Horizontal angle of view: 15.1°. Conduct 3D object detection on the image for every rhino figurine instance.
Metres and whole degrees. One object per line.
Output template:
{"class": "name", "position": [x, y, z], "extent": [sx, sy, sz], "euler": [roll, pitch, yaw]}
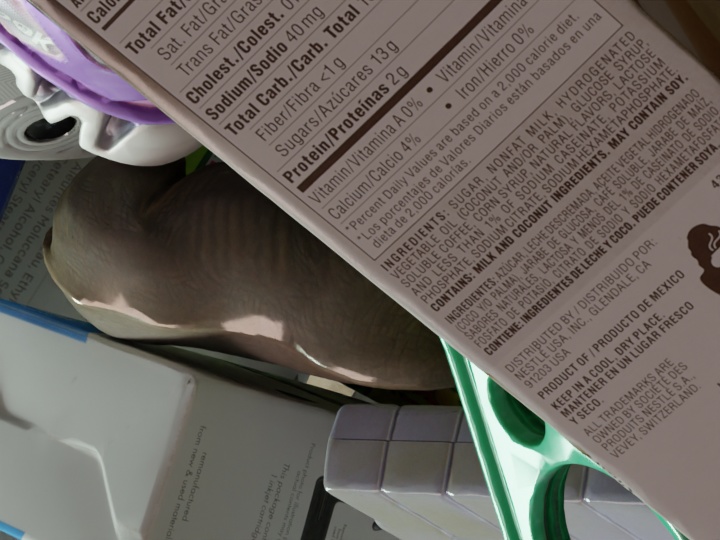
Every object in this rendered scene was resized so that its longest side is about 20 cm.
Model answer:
{"class": "rhino figurine", "position": [0.000, 0.000, 0.794], "extent": [0.199, 0.088, 0.060], "euler": [14, 130, 14]}

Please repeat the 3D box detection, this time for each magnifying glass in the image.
{"class": "magnifying glass", "position": [0.035, 0.023, 0.626], "extent": [0.201, 0.022, 0.080], "euler": [61, 152, 6]}

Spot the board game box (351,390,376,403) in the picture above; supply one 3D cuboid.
{"class": "board game box", "position": [0.000, 0.129, 1.090], "extent": [0.064, 0.148, 0.200], "euler": [29, 164, 12]}

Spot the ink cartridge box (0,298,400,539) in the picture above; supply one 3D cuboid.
{"class": "ink cartridge box", "position": [-0.028, 0.070, 0.878], "extent": [0.116, 0.068, 0.199], "euler": [17, 179, 44]}

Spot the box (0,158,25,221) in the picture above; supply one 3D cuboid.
{"class": "box", "position": [-0.175, -0.010, 0.914], "extent": [0.121, 0.201, 0.032], "euler": [16, 174, 43]}

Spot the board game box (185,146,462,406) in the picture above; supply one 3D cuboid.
{"class": "board game box", "position": [0.038, 0.021, 0.885], "extent": [0.199, 0.048, 0.102], "euler": [27, 163, 18]}

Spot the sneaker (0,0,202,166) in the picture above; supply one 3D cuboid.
{"class": "sneaker", "position": [-0.104, -0.108, 0.736], "extent": [0.199, 0.081, 0.088], "euler": [31, 159, -14]}

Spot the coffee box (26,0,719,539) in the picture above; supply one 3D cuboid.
{"class": "coffee box", "position": [0.024, -0.053, 0.548], "extent": [0.200, 0.080, 0.115], "euler": [39, -158, -21]}

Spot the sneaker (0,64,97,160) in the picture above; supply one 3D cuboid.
{"class": "sneaker", "position": [-0.134, -0.103, 0.824], "extent": [0.199, 0.113, 0.073], "euler": [7, 148, -40]}

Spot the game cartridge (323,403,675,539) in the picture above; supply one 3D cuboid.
{"class": "game cartridge", "position": [0.092, 0.081, 0.769], "extent": [0.129, 0.039, 0.200], "euler": [5, 161, 36]}

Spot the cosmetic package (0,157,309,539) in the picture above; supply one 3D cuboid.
{"class": "cosmetic package", "position": [-0.141, 0.035, 1.046], "extent": [0.199, 0.166, 0.165], "euler": [29, 165, 9]}
